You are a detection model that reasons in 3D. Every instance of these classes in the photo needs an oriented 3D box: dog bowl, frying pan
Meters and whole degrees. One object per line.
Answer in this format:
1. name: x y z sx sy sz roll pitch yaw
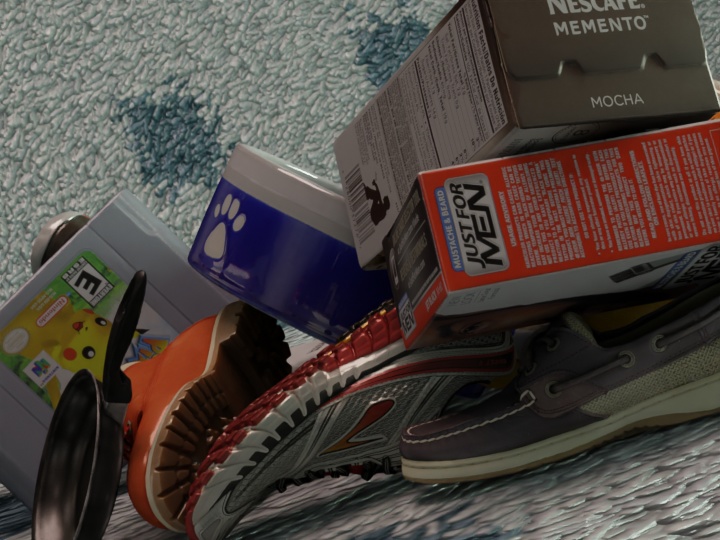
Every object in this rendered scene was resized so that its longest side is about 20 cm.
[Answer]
1. dog bowl: 0.000 0.000 1.101 0.200 0.079 0.200 25 4 -2
2. frying pan: -0.142 0.076 0.980 0.031 0.190 0.115 14 12 -22

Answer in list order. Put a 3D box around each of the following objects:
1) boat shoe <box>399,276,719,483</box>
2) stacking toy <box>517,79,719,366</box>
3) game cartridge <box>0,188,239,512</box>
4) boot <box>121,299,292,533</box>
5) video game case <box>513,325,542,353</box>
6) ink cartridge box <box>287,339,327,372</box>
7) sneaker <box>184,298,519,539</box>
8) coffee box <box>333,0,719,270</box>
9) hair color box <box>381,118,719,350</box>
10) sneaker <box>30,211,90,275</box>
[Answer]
1. boat shoe: 0.110 0.050 0.885 0.200 0.065 0.072 -17 6 8
2. stacking toy: 0.150 0.002 0.998 0.200 0.146 0.146 -44 15 -21
3. game cartridge: -0.175 0.057 1.199 0.200 0.133 0.040 -48 5 -21
4. boot: -0.109 0.094 1.036 0.107 0.075 0.200 -21 19 18
5. video game case: 0.194 0.019 1.156 0.182 0.023 0.200 -20 6 -15
6. ink cartridge box: -0.022 0.076 1.190 0.174 0.044 0.200 -18 5 12
7. sneaker: -0.004 0.080 0.932 0.200 0.082 0.078 -36 2 -6
8. coffee box: 0.077 -0.073 0.925 0.113 0.080 0.200 -6 -17 -24
9. hair color box: 0.119 -0.019 0.878 0.200 0.064 0.111 -10 -14 -11
10. sneaker: -0.146 0.036 1.276 0.082 0.200 0.077 5 50 48
